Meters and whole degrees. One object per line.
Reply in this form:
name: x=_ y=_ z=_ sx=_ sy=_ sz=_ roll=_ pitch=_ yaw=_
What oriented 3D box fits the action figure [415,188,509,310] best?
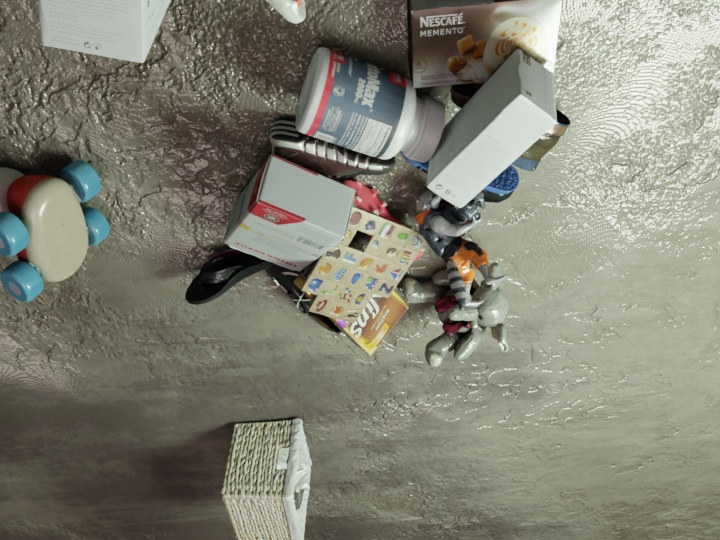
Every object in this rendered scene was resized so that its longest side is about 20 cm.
action figure: x=0.149 y=-0.049 z=1.134 sx=0.103 sy=0.195 sz=0.200 roll=-30 pitch=166 yaw=-10

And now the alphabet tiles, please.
alphabet tiles: x=0.000 y=0.000 z=1.196 sx=0.165 sy=0.008 sz=0.202 roll=17 pitch=117 yaw=-34

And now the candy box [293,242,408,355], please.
candy box: x=-0.013 y=0.044 z=1.282 sx=0.117 sy=0.056 sz=0.200 roll=-50 pitch=127 yaw=-9

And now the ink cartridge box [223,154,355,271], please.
ink cartridge box: x=-0.116 y=-0.083 z=1.128 sx=0.143 sy=0.084 sz=0.199 roll=20 pitch=158 yaw=-19

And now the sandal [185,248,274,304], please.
sandal: x=-0.228 y=-0.010 z=1.252 sx=0.198 sy=0.076 sz=0.048 roll=-29 pitch=134 yaw=11

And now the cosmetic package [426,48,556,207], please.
cosmetic package: x=0.176 y=-0.189 z=0.992 sx=0.073 sy=0.103 sz=0.200 roll=27 pitch=139 yaw=-21

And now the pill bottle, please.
pill bottle: x=0.015 y=-0.228 z=1.033 sx=0.196 sy=0.121 sz=0.121 roll=15 pitch=130 yaw=-16

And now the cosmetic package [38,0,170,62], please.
cosmetic package: x=-0.284 y=-0.385 z=0.828 sx=0.120 sy=0.202 sz=0.203 roll=7 pitch=132 yaw=-8

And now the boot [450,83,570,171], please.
boot: x=0.210 y=-0.211 z=1.086 sx=0.196 sy=0.076 sz=0.098 roll=13 pitch=128 yaw=-16

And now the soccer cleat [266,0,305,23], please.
soccer cleat: x=-0.141 y=-0.398 z=0.917 sx=0.076 sy=0.070 sz=0.201 roll=-23 pitch=122 yaw=25

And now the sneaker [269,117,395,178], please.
sneaker: x=-0.049 y=-0.163 z=1.130 sx=0.196 sy=0.077 sz=0.117 roll=14 pitch=137 yaw=-2

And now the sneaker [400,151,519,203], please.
sneaker: x=0.148 y=-0.156 z=1.138 sx=0.196 sy=0.071 sz=0.078 roll=23 pitch=162 yaw=-2

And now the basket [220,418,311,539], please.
basket: x=-0.200 y=0.464 z=1.594 sx=0.157 sy=0.201 sz=0.203 roll=-2 pitch=133 yaw=5

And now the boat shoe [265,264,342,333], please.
boat shoe: x=-0.094 y=0.040 z=1.305 sx=0.071 sy=0.068 sz=0.200 roll=-32 pitch=124 yaw=26

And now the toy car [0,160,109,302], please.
toy car: x=-0.537 y=-0.088 z=1.137 sx=0.197 sy=0.185 sz=0.179 roll=22 pitch=136 yaw=17

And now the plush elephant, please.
plush elephant: x=0.193 y=0.070 z=1.271 sx=0.196 sy=0.168 sz=0.155 roll=-12 pitch=175 yaw=-11

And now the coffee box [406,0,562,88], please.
coffee box: x=0.162 y=-0.324 z=0.979 sx=0.195 sy=0.081 sz=0.116 roll=-4 pitch=133 yaw=1

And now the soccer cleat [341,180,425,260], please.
soccer cleat: x=0.027 y=-0.074 z=1.211 sx=0.076 sy=0.068 sz=0.199 roll=-33 pitch=128 yaw=30
